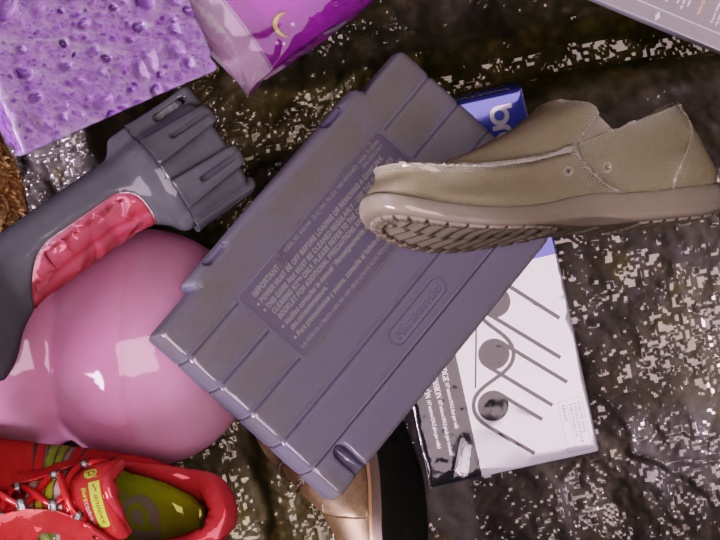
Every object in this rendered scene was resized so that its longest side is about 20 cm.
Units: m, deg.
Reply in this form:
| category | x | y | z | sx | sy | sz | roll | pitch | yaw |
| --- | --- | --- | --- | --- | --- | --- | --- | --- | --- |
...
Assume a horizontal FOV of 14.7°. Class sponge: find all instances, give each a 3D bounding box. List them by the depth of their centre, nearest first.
| category | x | y | z | sx | sy | sz | roll | pitch | yaw |
| --- | --- | --- | --- | --- | --- | --- | --- | --- | --- |
| sponge | -0.157 | -0.169 | 1.378 | 0.112 | 0.030 | 0.200 | -24 | 98 | -18 |

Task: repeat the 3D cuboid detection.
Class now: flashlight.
| category | x | y | z | sx | sy | sz | roll | pitch | yaw |
| --- | --- | --- | --- | --- | --- | --- | --- | --- | --- |
| flashlight | -0.145 | -0.004 | 1.378 | 0.200 | 0.068 | 0.068 | -34 | 132 | -11 |

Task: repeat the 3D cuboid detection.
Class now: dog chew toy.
| category | x | y | z | sx | sy | sz | roll | pitch | yaw |
| --- | --- | --- | --- | --- | --- | --- | --- | --- | --- |
| dog chew toy | -0.161 | 0.041 | 1.459 | 0.200 | 0.125 | 0.125 | -1 | 98 | 8 |

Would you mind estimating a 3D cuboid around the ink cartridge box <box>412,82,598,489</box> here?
| category | x | y | z | sx | sy | sz | roll | pitch | yaw |
| --- | --- | --- | --- | --- | --- | --- | --- | --- | --- |
| ink cartridge box | 0.060 | 0.008 | 1.487 | 0.094 | 0.044 | 0.200 | -13 | 98 | 0 |

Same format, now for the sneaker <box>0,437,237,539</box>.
| category | x | y | z | sx | sy | sz | roll | pitch | yaw |
| --- | --- | --- | --- | --- | --- | --- | --- | --- | --- |
| sneaker | -0.151 | 0.111 | 1.373 | 0.200 | 0.085 | 0.077 | 4 | 74 | -33 |

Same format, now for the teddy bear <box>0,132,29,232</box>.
| category | x | y | z | sx | sy | sz | roll | pitch | yaw |
| --- | --- | --- | --- | --- | --- | --- | --- | --- | --- |
| teddy bear | -0.234 | -0.100 | 1.422 | 0.067 | 0.145 | 0.200 | -16 | 98 | -27 |

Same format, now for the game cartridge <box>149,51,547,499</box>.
| category | x | y | z | sx | sy | sz | roll | pitch | yaw |
| --- | --- | --- | --- | --- | --- | --- | --- | --- | --- |
| game cartridge | 0.000 | 0.000 | 1.414 | 0.130 | 0.038 | 0.200 | 41 | 72 | -4 |

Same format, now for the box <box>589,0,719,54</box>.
| category | x | y | z | sx | sy | sz | roll | pitch | yaw |
| --- | --- | --- | --- | --- | --- | --- | --- | --- | --- |
| box | 0.200 | -0.216 | 1.454 | 0.158 | 0.048 | 0.200 | 21 | 98 | -4 |

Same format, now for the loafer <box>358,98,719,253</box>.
| category | x | y | z | sx | sy | sz | roll | pitch | yaw |
| --- | --- | --- | --- | --- | --- | --- | --- | --- | --- |
| loafer | 0.088 | -0.050 | 1.399 | 0.200 | 0.076 | 0.068 | -3 | 81 | -28 |

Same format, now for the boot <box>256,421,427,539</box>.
| category | x | y | z | sx | sy | sz | roll | pitch | yaw |
| --- | --- | --- | --- | --- | --- | --- | --- | --- | --- |
| boot | -0.012 | 0.106 | 1.497 | 0.075 | 0.074 | 0.200 | -10 | 91 | 16 |

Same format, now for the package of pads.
| category | x | y | z | sx | sy | sz | roll | pitch | yaw |
| --- | --- | --- | --- | --- | --- | --- | --- | --- | --- |
| package of pads | -0.075 | -0.201 | 1.442 | 0.120 | 0.076 | 0.200 | -40 | 96 | 8 |
